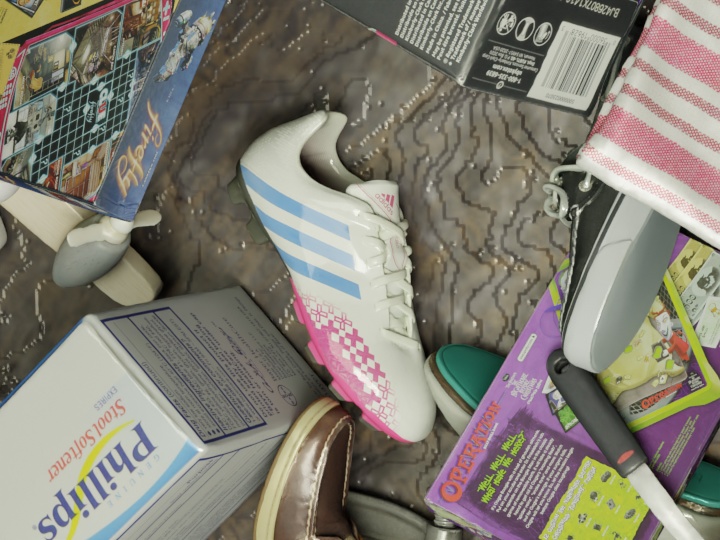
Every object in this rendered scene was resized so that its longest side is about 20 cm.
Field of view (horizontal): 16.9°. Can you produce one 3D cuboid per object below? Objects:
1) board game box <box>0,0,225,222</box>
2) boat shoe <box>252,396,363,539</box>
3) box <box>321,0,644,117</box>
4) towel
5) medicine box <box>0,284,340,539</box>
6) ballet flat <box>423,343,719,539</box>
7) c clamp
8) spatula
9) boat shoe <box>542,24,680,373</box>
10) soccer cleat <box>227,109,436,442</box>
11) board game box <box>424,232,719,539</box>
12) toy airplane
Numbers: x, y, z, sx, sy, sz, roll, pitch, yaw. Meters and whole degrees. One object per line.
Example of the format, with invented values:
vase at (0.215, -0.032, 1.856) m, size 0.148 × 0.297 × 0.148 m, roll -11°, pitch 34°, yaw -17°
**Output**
board game box at (-0.142, -0.137, 1.315) m, size 0.135 × 0.035 × 0.200 m, roll 19°, pitch 83°, yaw 37°
boat shoe at (-0.020, 0.172, 1.386) m, size 0.072 × 0.072 × 0.200 m, roll 17°, pitch 105°, yaw 20°
box at (0.043, -0.175, 1.298) m, size 0.200 × 0.122 × 0.106 m, roll 36°, pitch 107°, yaw 38°
towel at (0.218, -0.106, 1.260) m, size 0.146 × 0.030 × 0.200 m, roll 28°, pitch 83°, yaw 2°
medicine box at (-0.136, 0.110, 1.378) m, size 0.182 × 0.200 × 0.103 m, roll -45°, pitch 77°, yaw 18°
ballet flat at (0.117, 0.111, 1.355) m, size 0.200 × 0.069 × 0.070 m, roll 26°, pitch 103°, yaw 18°
c clamp at (0.017, 0.212, 1.415) m, size 0.171 × 0.027 × 0.200 m, roll 17°, pitch 100°, yaw 21°
spatula at (0.154, 0.117, 1.261) m, size 0.057 × 0.021 × 0.200 m, roll -39°, pitch 64°, yaw 10°
boat shoe at (0.135, -0.043, 1.304) m, size 0.068 × 0.074 × 0.200 m, roll 14°, pitch 78°, yaw 24°
soccer cleat at (0.000, 0.000, 1.385) m, size 0.086 × 0.070 × 0.200 m, roll -34°, pitch 80°, yaw 23°
board game box at (0.135, 0.069, 1.312) m, size 0.120 × 0.032 × 0.200 m, roll 28°, pitch 76°, yaw 15°
toy airplane at (-0.216, -0.073, 1.430) m, size 0.200 × 0.141 × 0.199 m, roll 5°, pitch 115°, yaw 8°
